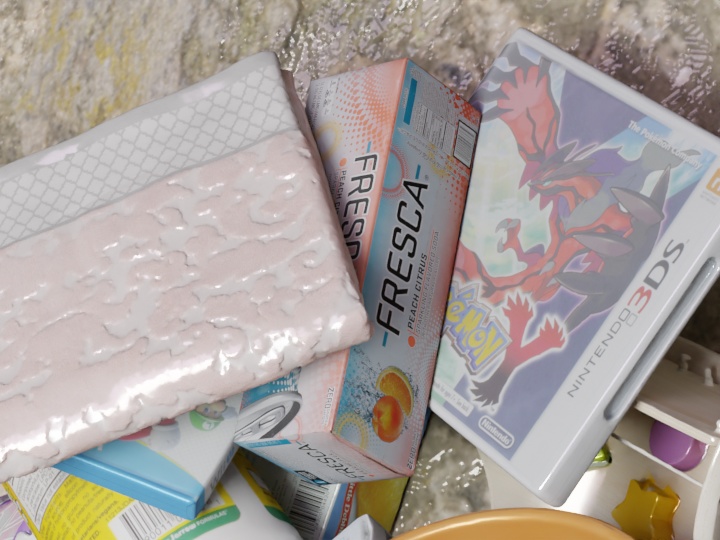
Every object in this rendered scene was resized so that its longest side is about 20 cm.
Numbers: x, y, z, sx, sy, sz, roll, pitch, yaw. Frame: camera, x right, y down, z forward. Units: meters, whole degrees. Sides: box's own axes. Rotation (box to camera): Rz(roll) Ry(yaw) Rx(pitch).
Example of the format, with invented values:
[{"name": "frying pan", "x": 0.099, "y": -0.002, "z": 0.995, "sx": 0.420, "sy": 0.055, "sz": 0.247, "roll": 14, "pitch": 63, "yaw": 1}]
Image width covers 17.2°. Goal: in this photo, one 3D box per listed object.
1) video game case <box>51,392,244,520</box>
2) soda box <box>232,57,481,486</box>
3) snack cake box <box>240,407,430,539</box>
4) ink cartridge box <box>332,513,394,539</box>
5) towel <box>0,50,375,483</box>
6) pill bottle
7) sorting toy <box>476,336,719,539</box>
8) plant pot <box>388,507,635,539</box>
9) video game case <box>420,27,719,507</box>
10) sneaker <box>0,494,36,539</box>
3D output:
[{"name": "video game case", "x": -0.102, "y": 0.023, "z": 1.187, "sx": 0.143, "sy": 0.018, "sz": 0.200, "roll": 20, "pitch": 50, "yaw": 14}, {"name": "soda box", "x": 0.000, "y": 0.000, "z": 1.157, "sx": 0.068, "sy": 0.063, "sz": 0.201, "roll": -10, "pitch": 59, "yaw": 41}, {"name": "snack cake box", "x": -0.020, "y": 0.046, "z": 1.271, "sx": 0.115, "sy": 0.067, "sz": 0.201, "roll": 15, "pitch": 83, "yaw": 34}, {"name": "ink cartridge box", "x": -0.013, "y": 0.241, "z": 1.164, "sx": 0.200, "sy": 0.160, "sz": 0.047, "roll": -43, "pitch": 15, "yaw": 10}, {"name": "towel", "x": -0.106, "y": -0.004, "z": 1.138, "sx": 0.199, "sy": 0.032, "sz": 0.191, "roll": -22, "pitch": 48, "yaw": 6}, {"name": "pill bottle", "x": -0.120, "y": 0.103, "z": 1.206, "sx": 0.113, "sy": 0.113, "sz": 0.200, "roll": -45, "pitch": 59, "yaw": 11}, {"name": "sorting toy", "x": 0.124, "y": 0.123, "z": 1.152, "sx": 0.200, "sy": 0.107, "sz": 0.181, "roll": 28, "pitch": 105, "yaw": 51}, {"name": "plant pot", "x": 0.060, "y": 0.222, "z": 1.046, "sx": 0.199, "sy": 0.140, "sz": 0.200, "roll": -16, "pitch": 31, "yaw": 10}, {"name": "video game case", "x": 0.085, "y": -0.008, "z": 1.141, "sx": 0.183, "sy": 0.023, "sz": 0.200, "roll": -56, "pitch": 39, "yaw": 3}, {"name": "sneaker", "x": -0.176, "y": 0.146, "z": 1.330, "sx": 0.200, "sy": 0.080, "sz": 0.088, "roll": -52, "pitch": 39, "yaw": 3}]
